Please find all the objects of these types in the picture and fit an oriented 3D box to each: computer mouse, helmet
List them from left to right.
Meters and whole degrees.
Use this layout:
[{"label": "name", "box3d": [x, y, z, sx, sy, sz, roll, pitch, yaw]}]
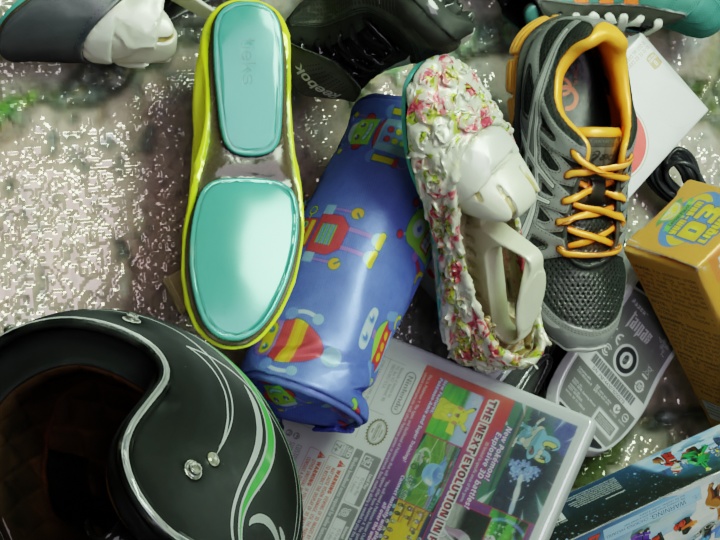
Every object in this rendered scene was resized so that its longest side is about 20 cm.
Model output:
[{"label": "helmet", "box3d": [-0.126, 0.120, 1.055, 0.200, 0.191, 0.200, -3, 130, -4]}, {"label": "computer mouse", "box3d": [0.169, 0.027, 1.252, 0.110, 0.044, 0.200, 49, 68, -25]}]

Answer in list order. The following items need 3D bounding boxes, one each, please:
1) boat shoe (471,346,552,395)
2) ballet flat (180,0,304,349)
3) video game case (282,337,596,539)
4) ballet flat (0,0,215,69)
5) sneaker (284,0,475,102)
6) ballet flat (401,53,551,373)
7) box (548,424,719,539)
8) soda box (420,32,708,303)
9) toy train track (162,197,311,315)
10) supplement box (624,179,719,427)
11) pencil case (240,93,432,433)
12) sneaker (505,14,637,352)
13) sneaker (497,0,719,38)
[{"label": "boat shoe", "box3d": [0.067, 0.128, 1.179, 0.066, 0.070, 0.200, 29, 76, 21]}, {"label": "ballet flat", "box3d": [-0.067, -0.051, 1.115, 0.067, 0.067, 0.200, 4, 78, -12]}, {"label": "video game case", "box3d": [0.013, 0.143, 1.142, 0.182, 0.023, 0.200, 22, 78, 16]}, {"label": "ballet flat", "box3d": [-0.109, -0.160, 1.142, 0.200, 0.073, 0.073, -33, 98, -22]}, {"label": "sneaker", "box3d": [0.002, -0.130, 1.127, 0.066, 0.200, 0.091, 43, 86, -19]}, {"label": "ballet flat", "box3d": [0.072, -0.027, 1.104, 0.076, 0.064, 0.200, -40, 133, -33]}, {"label": "box", "box3d": [0.197, 0.168, 1.203, 0.200, 0.038, 0.137, -23, 126, -11]}, {"label": "soda box", "box3d": [0.119, -0.053, 1.229, 0.068, 0.064, 0.200, 47, 71, -12]}, {"label": "toy train track", "box3d": [-0.032, -0.026, 1.188, 0.200, 0.033, 0.115, -28, 93, -27]}, {"label": "supplement box", "box3d": [0.236, 0.042, 1.228, 0.067, 0.069, 0.200, -44, 123, -18]}, {"label": "pencil case", "box3d": [0.000, 0.000, 1.135, 0.087, 0.078, 0.200, 44, 61, -42]}, {"label": "sneaker", "box3d": [0.124, -0.053, 1.156, 0.078, 0.077, 0.200, -5, 88, -22]}, {"label": "sneaker", "box3d": [0.133, -0.174, 1.244, 0.200, 0.071, 0.080, 20, 82, -12]}]
